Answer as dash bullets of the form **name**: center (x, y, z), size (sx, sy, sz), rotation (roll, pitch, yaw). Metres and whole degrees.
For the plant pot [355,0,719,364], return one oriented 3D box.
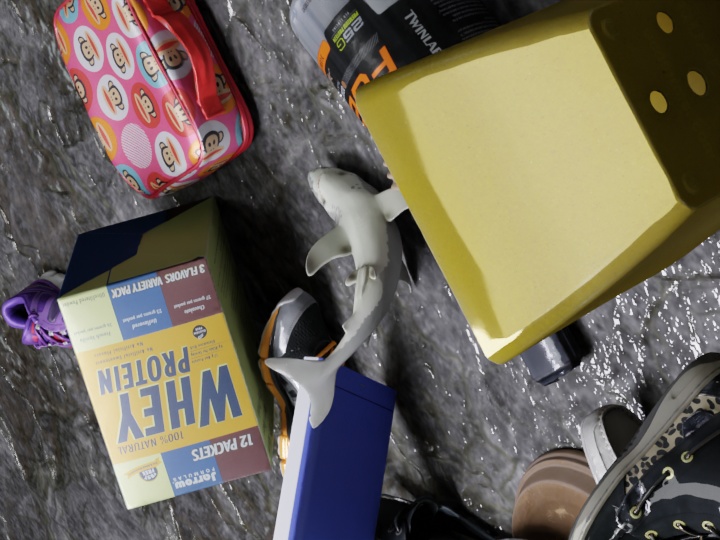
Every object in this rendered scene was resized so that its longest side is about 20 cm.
- **plant pot**: center (0.154, -0.087, 1.393), size (0.176, 0.200, 0.201), rotation (-29, 88, 48)

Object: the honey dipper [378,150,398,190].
- **honey dipper**: center (0.009, -0.161, 1.688), size (0.038, 0.038, 0.201), rotation (-9, 103, 57)

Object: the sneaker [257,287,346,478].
- **sneaker**: center (-0.034, 0.107, 1.921), size (0.077, 0.078, 0.201), rotation (8, 123, 34)

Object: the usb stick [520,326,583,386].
- **usb stick**: center (0.107, -0.007, 1.658), size (0.201, 0.033, 0.055), rotation (62, 149, 3)

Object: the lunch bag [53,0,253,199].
- **lunch bag**: center (-0.179, -0.174, 1.907), size (0.176, 0.082, 0.201), rotation (-26, 90, 58)

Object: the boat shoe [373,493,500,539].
- **boat shoe**: center (0.060, 0.227, 1.854), size (0.199, 0.074, 0.066), rotation (31, 142, 37)

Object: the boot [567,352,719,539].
- **boot**: center (0.240, 0.177, 1.489), size (0.154, 0.073, 0.204), rotation (37, 100, 30)

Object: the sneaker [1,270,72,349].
- **sneaker**: center (-0.303, 0.062, 2.261), size (0.200, 0.083, 0.081), rotation (15, 125, 50)

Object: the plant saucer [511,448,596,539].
- **plant saucer**: center (0.187, 0.237, 1.725), size (0.200, 0.029, 0.201), rotation (34, 137, 38)

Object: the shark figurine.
- **shark figurine**: center (0.009, 0.015, 1.756), size (0.128, 0.215, 0.089), rotation (-7, 151, 28)

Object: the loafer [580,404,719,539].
- **loafer**: center (0.236, 0.175, 1.576), size (0.200, 0.070, 0.070), rotation (51, 140, 8)

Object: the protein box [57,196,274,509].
- **protein box**: center (-0.168, 0.069, 1.936), size (0.199, 0.134, 0.201), rotation (-96, -10, -73)

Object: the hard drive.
- **hard drive**: center (-0.023, 0.184, 1.810), size (0.025, 0.132, 0.201), rotation (2, 76, 30)

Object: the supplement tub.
- **supplement tub**: center (0.050, -0.141, 1.557), size (0.200, 0.122, 0.123), rotation (53, 147, 17)

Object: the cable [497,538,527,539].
- **cable**: center (0.142, 0.309, 1.734), size (0.199, 0.069, 0.201), rotation (7, 120, 43)
